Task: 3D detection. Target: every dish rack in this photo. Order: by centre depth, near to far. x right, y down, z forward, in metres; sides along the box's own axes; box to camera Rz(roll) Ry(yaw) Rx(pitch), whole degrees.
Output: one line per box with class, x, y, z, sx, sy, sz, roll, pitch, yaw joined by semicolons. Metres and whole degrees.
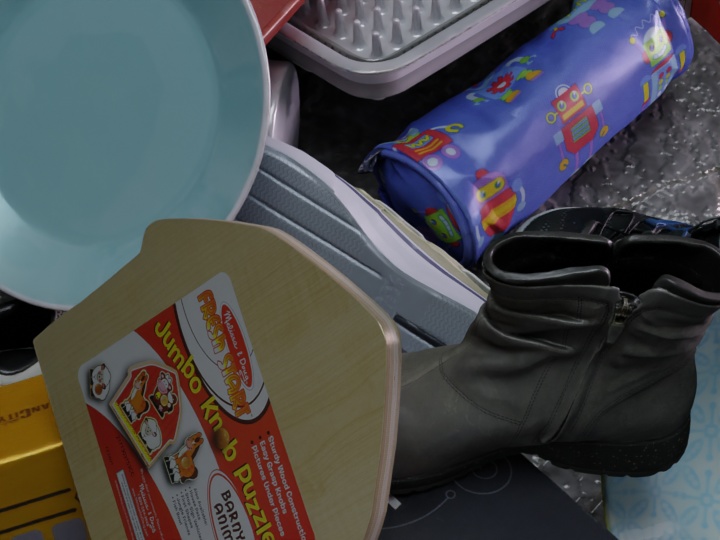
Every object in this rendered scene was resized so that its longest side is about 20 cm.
dish rack;0.021;-0.165;1.240;0.200;0.044;0.171;-33;50;-29

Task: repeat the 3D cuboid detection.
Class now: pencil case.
pencil case;0.090;-0.084;1.221;0.200;0.078;0.087;-41;29;-24

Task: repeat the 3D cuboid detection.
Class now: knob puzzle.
knob puzzle;-0.048;0.068;0.968;0.030;0.220;0.220;0;38;-48

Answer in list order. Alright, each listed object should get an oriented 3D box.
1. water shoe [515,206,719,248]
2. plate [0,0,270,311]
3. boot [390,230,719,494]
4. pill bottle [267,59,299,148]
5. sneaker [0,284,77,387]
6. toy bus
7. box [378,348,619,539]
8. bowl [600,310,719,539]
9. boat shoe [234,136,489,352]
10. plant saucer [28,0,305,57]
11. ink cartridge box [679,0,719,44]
water shoe;0.172;-0.005;1.152;0.199;0.079;0.072;17;55;16
plate;-0.131;-0.080;1.109;0.199;0.026;0.202;-1;86;22
boot;0.055;0.029;0.966;0.198;0.131;0.068;-3;50;-2
pill bottle;-0.136;-0.078;1.208;0.198;0.111;0.112;5;52;7
sneaker;-0.117;0.042;1.135;0.199;0.080;0.074;-12;50;-8
toy bus;-0.164;0.098;1.082;0.199;0.079;0.065;-17;33;-7
box;0.018;0.132;1.037;0.122;0.106;0.200;-37;59;-22
bowl;0.222;0.095;1.039;0.200;0.201;0.107;33;19;26
boat shoe;0.000;0.000;1.145;0.200;0.072;0.062;38;17;3
plant saucer;-0.097;-0.178;1.206;0.199;0.037;0.200;18;47;22
ink cartridge box;0.152;-0.189;1.278;0.050;0.109;0.200;-28;55;-21
